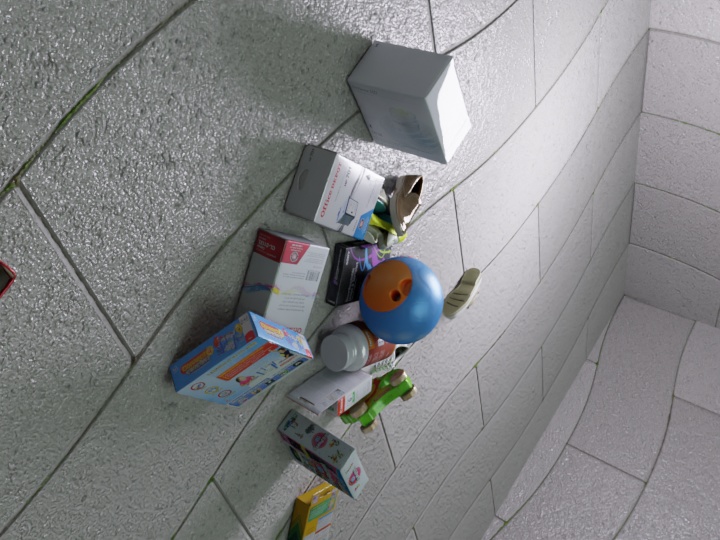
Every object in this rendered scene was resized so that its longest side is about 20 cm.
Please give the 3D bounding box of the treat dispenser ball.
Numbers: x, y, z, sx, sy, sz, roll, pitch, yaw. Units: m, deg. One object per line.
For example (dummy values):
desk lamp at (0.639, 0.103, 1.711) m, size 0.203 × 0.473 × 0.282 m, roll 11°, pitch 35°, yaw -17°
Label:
treat dispenser ball at (0.094, 0.070, 1.693) m, size 0.200 × 0.198 × 0.205 m, roll -33°, pitch 134°, yaw -42°

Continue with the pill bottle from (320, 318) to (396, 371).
pill bottle at (-0.004, 0.178, 1.755) m, size 0.198 × 0.111 × 0.115 m, roll -12°, pitch 119°, yaw -54°

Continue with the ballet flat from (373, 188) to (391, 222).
ballet flat at (0.043, -0.157, 1.697) m, size 0.200 × 0.066 × 0.064 m, roll 42°, pitch 45°, yaw -60°

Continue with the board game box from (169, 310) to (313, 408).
board game box at (-0.222, 0.175, 1.378) m, size 0.198 × 0.057 × 0.195 m, roll -34°, pitch 150°, yaw 13°

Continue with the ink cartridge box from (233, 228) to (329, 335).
ink cartridge box at (-0.159, 0.032, 1.461) m, size 0.145 × 0.082 × 0.204 m, roll 9°, pitch 101°, yaw -57°

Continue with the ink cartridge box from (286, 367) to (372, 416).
ink cartridge box at (-0.073, 0.289, 1.718) m, size 0.199 × 0.108 × 0.051 m, roll -30°, pitch 132°, yaw -45°

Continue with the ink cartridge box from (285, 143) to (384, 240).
ink cartridge box at (-0.051, -0.159, 1.515) m, size 0.199 × 0.085 × 0.149 m, roll 15°, pitch 96°, yaw -60°

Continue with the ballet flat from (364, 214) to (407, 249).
ballet flat at (0.040, -0.087, 1.686) m, size 0.199 × 0.066 × 0.068 m, roll 28°, pitch 49°, yaw -46°

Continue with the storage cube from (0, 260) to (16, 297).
storage cube at (-0.531, 0.000, 0.791) m, size 0.173 × 0.178 × 0.201 m, roll -58°, pitch 146°, yaw -16°

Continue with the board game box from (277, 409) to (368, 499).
board game box at (-0.087, 0.428, 1.692) m, size 0.064 × 0.198 × 0.149 m, roll -49°, pitch 143°, yaw -27°

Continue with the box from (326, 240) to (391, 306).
box at (0.000, 0.000, 1.730) m, size 0.198 × 0.036 × 0.146 m, roll -12°, pitch 118°, yaw -53°

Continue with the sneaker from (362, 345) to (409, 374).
sneaker at (0.055, 0.233, 1.914) m, size 0.199 × 0.070 × 0.074 m, roll -39°, pitch 138°, yaw -38°

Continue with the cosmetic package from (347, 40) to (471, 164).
cosmetic package at (0.106, -0.352, 1.530) m, size 0.124 × 0.197 × 0.201 m, roll -55°, pitch 145°, yaw -19°

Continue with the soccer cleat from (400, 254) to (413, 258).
soccer cleat at (0.135, 0.055, 1.883) m, size 0.067 × 0.073 × 0.204 m, roll -18°, pitch 117°, yaw -14°

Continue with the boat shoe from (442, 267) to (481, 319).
boat shoe at (0.318, 0.084, 2.224) m, size 0.200 × 0.074 × 0.069 m, roll -49°, pitch 138°, yaw -30°

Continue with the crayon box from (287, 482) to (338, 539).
crayon box at (-0.124, 0.644, 1.902) m, size 0.125 × 0.051 × 0.204 m, roll -8°, pitch 115°, yaw -55°

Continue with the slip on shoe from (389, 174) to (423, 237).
slip on shoe at (0.112, -0.158, 1.703) m, size 0.202 × 0.059 × 0.077 m, roll -74°, pitch 147°, yaw -51°

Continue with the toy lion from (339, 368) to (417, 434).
toy lion at (0.032, 0.316, 1.824) m, size 0.199 × 0.192 × 0.069 m, roll -38°, pitch 102°, yaw -4°
